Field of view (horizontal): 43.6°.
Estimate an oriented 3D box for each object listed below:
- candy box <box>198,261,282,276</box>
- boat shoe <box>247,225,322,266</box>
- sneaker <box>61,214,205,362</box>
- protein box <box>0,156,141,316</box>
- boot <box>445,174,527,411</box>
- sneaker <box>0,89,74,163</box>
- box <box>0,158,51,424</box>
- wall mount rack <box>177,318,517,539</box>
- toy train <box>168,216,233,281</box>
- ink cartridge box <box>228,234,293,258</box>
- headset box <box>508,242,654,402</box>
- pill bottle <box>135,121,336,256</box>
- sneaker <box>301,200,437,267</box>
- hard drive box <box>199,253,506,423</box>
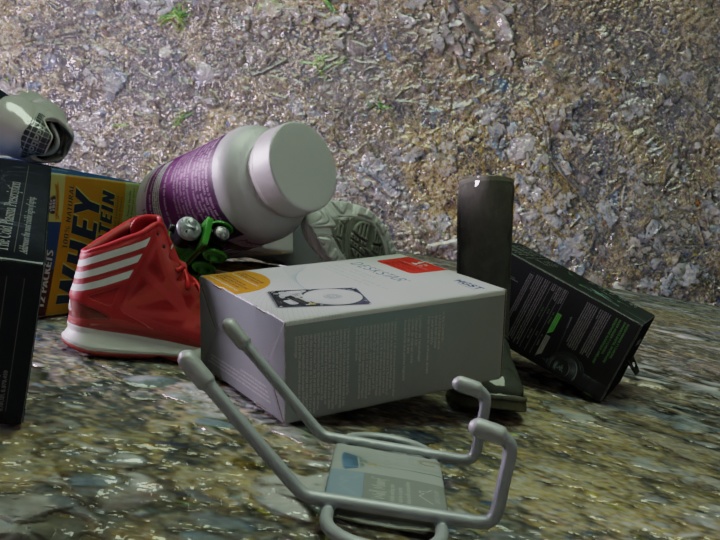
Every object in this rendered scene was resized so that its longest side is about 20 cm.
[{"bbox_3d":[-0.134,0.023,1.074,0.114,0.056,0.200,11,5,22],"label":"candy box"},{"bbox_3d":[-0.105,-0.038,1.149,0.198,0.072,0.070,3,4,13],"label":"boat shoe"},{"bbox_3d":[-0.145,0.016,0.765,0.199,0.117,0.078,5,8,-36],"label":"sneaker"},{"bbox_3d":[-0.355,-0.043,0.907,0.197,0.136,0.200,12,5,15],"label":"protein box"},{"bbox_3d":[0.117,0.015,0.813,0.072,0.202,0.182,9,5,-8],"label":"boot"},{"bbox_3d":[-0.330,-0.139,0.923,0.080,0.077,0.200,21,8,-5],"label":"sneaker"},{"bbox_3d":[-0.290,-0.005,0.551,0.180,0.105,0.200,7,19,-21],"label":"box"},{"bbox_3d":[-0.008,0.085,0.500,0.172,0.075,0.200,10,4,1],"label":"wall mount rack"},{"bbox_3d":[-0.179,-0.002,0.857,0.056,0.042,0.200,21,-31,-22],"label":"toy train"},{"bbox_3d":[-0.189,-0.055,1.052,0.198,0.084,0.146,-4,-2,10],"label":"ink cartridge box"},{"bbox_3d":[0.223,0.052,0.999,0.199,0.093,0.174,30,11,18],"label":"headset box"},{"bbox_3d":[-0.120,-0.074,0.868,0.199,0.113,0.112,-15,-14,43],"label":"pill bottle"},{"bbox_3d":[0.000,0.000,0.936,0.099,0.078,0.200,-5,-36,48],"label":"sneaker"},{"bbox_3d":[-0.009,0.046,0.721,0.198,0.078,0.155,-6,15,-32],"label":"hard drive box"}]
